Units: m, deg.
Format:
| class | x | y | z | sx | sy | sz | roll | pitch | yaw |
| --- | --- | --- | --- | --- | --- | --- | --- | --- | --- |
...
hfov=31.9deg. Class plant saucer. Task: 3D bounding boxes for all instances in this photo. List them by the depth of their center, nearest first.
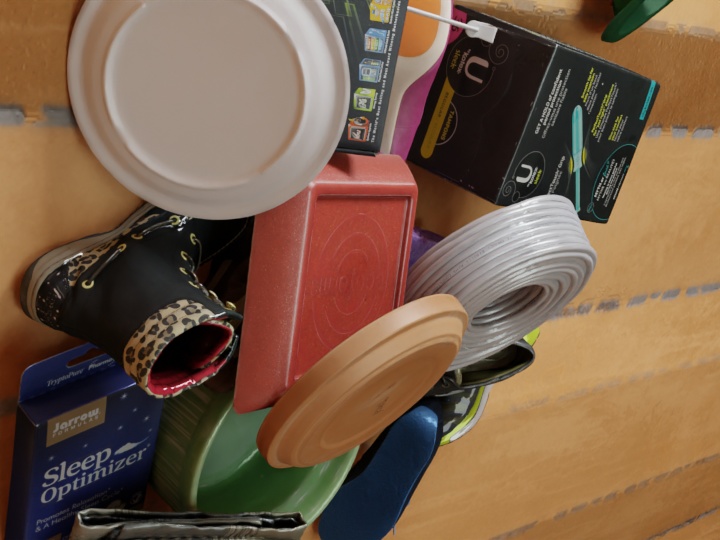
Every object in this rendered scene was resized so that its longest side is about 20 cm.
| class | x | y | z | sx | sy | sz | roll | pitch | yaw |
| --- | --- | --- | --- | --- | --- | --- | --- | --- | --- |
| plant saucer | -0.017 | 0.008 | 1.004 | 0.199 | 0.036 | 0.203 | -5 | 105 | -57 |
| plant saucer | 0.007 | 0.095 | 1.008 | 0.199 | 0.032 | 0.201 | -33 | 161 | -13 |

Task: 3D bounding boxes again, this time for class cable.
| class | x | y | z | sx | sy | sz | roll | pitch | yaw |
| --- | --- | --- | --- | --- | --- | --- | --- | --- | --- |
| cable | 0.121 | 0.014 | 1.151 | 0.198 | 0.070 | 0.201 | -15 | 154 | -27 |

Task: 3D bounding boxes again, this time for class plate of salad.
| class | x | y | z | sx | sy | sz | roll | pitch | yaw |
| --- | --- | --- | --- | --- | --- | --- | --- | --- | --- |
| plate of salad | -0.105 | -0.133 | 0.883 | 0.048 | 0.197 | 0.202 | -83 | -179 | -64 |

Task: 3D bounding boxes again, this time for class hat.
| class | x | y | z | sx | sy | sz | roll | pitch | yaw |
| --- | --- | --- | --- | --- | --- | --- | --- | --- | --- |
| hat | 0.267 | -0.358 | 1.267 | 0.165 | 0.177 | 0.200 | -33 | 172 | -34 |

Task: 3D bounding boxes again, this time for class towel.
| class | x | y | z | sx | sy | sz | roll | pitch | yaw |
| --- | --- | --- | --- | --- | --- | --- | --- | --- | --- |
| towel | -0.155 | 0.261 | 1.040 | 0.190 | 0.035 | 0.201 | 4 | 136 | -17 |

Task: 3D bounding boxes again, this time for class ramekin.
| class | x | y | z | sx | sy | sz | roll | pitch | yaw |
| --- | --- | --- | --- | --- | --- | --- | --- | --- | --- |
| ramekin | -0.097 | 0.139 | 1.094 | 0.199 | 0.097 | 0.202 | -27 | 132 | -36 |

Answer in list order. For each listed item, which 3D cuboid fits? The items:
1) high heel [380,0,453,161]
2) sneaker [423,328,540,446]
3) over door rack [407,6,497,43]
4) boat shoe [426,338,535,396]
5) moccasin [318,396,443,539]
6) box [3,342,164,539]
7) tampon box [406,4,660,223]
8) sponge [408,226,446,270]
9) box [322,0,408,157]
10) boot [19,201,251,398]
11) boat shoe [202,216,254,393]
| class | x | y | z | sx | sy | sz | roll | pitch | yaw |
| --- | --- | --- | --- | --- | --- | --- | --- | --- | --- |
| high heel | 0.036 | -0.153 | 1.106 | 0.096 | 0.067 | 0.202 | 26 | 81 | -76 |
| sneaker | 0.106 | 0.098 | 1.340 | 0.201 | 0.074 | 0.081 | -53 | 127 | -14 |
| over door rack | 0.051 | -0.270 | 0.985 | 0.198 | 0.067 | 0.149 | 9 | 108 | -27 |
| boat shoe | 0.083 | 0.088 | 1.254 | 0.198 | 0.066 | 0.073 | -7 | 99 | -25 |
| moccasin | 0.031 | 0.212 | 1.283 | 0.200 | 0.080 | 0.068 | -51 | 177 | 27 |
| box | -0.212 | 0.136 | 0.979 | 0.120 | 0.032 | 0.202 | -22 | 140 | -39 |
| tampon box | 0.162 | -0.144 | 1.191 | 0.199 | 0.126 | 0.151 | 5 | 110 | -50 |
| sponge | 0.000 | 0.000 | 1.153 | 0.199 | 0.030 | 0.112 | 17 | 115 | -52 |
| box | -0.047 | -0.193 | 0.925 | 0.159 | 0.049 | 0.202 | 7 | 112 | -14 |
| boot | -0.128 | 0.012 | 0.932 | 0.202 | 0.153 | 0.074 | -28 | 133 | -36 |
| boat shoe | -0.082 | 0.012 | 1.027 | 0.203 | 0.074 | 0.075 | -54 | 126 | -27 |
